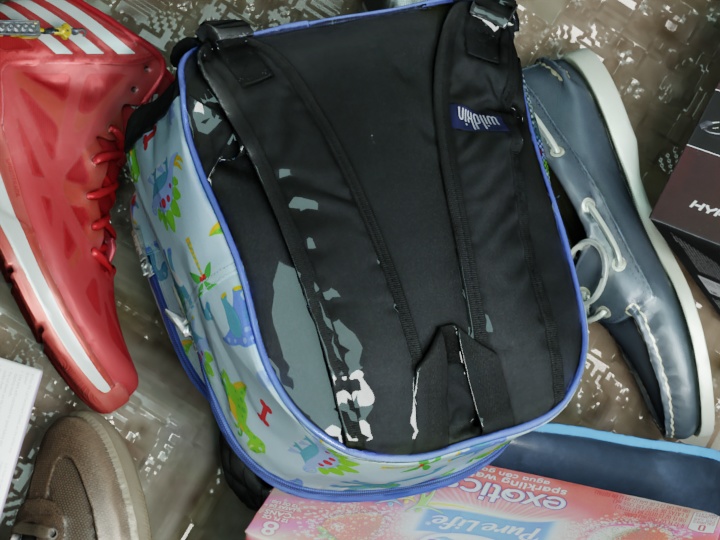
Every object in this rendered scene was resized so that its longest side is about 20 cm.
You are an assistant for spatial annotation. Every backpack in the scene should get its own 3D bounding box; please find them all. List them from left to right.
[{"bbox_3d":[0.000,0.000,1.091,0.182,0.147,0.201,-10,73,-26],"label":"backpack"}]

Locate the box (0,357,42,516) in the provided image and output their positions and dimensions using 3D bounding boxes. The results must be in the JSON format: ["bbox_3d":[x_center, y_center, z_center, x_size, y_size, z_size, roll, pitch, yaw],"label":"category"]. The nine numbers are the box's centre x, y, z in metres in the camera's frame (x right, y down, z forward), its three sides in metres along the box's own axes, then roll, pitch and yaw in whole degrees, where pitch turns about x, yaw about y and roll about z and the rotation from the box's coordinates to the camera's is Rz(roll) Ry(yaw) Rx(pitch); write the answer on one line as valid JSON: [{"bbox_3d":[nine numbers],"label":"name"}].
[{"bbox_3d":[-0.194,0.137,1.144,0.041,0.039,0.201,16,82,-9],"label":"box"}]

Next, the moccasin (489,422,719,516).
[{"bbox_3d":[0.084,0.107,1.175,0.199,0.080,0.069,8,82,-8],"label":"moccasin"}]

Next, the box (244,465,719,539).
[{"bbox_3d":[0.054,0.152,1.101,0.199,0.095,0.103,12,120,15],"label":"box"}]

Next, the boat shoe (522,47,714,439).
[{"bbox_3d":[0.116,-0.009,1.196,0.062,0.075,0.201,-18,86,-13],"label":"boat shoe"}]

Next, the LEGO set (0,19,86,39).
[{"bbox_3d":[-0.157,-0.178,1.153,0.199,0.116,0.154,-29,90,-27],"label":"LEGO set"}]

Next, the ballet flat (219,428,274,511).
[{"bbox_3d":[-0.034,0.016,1.176,0.066,0.057,0.201,1,83,-10],"label":"ballet flat"}]

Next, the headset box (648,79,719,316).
[{"bbox_3d":[0.232,-0.070,1.180,0.077,0.149,0.201,24,78,31],"label":"headset box"}]

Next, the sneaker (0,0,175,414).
[{"bbox_3d":[-0.124,-0.042,1.158,0.115,0.078,0.201,-26,90,-10],"label":"sneaker"}]

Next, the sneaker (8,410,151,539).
[{"bbox_3d":[-0.142,0.164,1.123,0.075,0.070,0.201,2,84,-38],"label":"sneaker"}]

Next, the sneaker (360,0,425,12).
[{"bbox_3d":[0.034,-0.162,1.202,0.080,0.070,0.201,-11,85,-14],"label":"sneaker"}]
